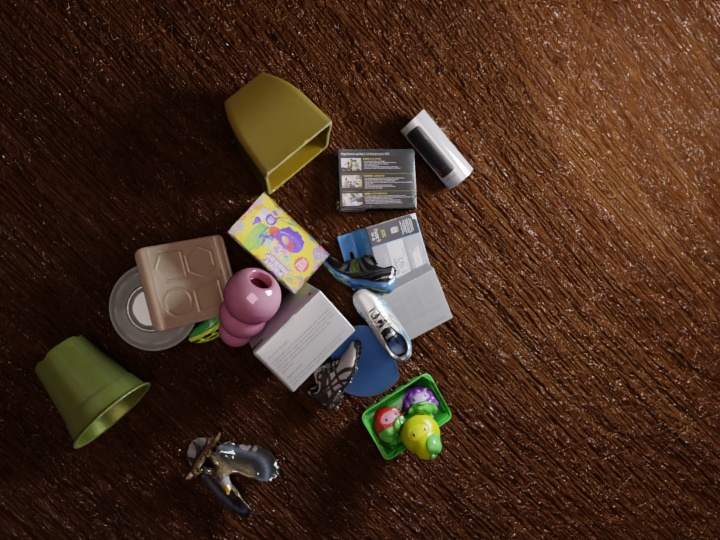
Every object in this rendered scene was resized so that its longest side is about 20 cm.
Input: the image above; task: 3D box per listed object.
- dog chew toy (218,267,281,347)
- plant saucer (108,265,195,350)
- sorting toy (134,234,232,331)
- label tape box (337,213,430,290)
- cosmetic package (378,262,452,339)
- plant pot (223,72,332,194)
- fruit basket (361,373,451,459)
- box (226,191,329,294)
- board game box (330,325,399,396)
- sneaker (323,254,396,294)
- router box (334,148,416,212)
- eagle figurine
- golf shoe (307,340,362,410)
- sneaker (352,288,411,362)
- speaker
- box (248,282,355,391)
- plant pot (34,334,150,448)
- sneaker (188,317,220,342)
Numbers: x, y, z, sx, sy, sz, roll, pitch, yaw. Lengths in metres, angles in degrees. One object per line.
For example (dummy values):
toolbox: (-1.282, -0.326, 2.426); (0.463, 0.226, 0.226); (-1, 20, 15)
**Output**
dog chew toy: (-0.253, 0.091, 1.319); (0.124, 0.125, 0.201); (25, 123, -10)
plant saucer: (-0.468, 0.083, 1.355); (0.198, 0.050, 0.203); (0, 90, -10)
sorting toy: (-0.387, 0.026, 1.351); (0.198, 0.036, 0.187); (-14, 86, -30)
label tape box: (0.059, -0.046, 1.499); (0.198, 0.066, 0.145); (-18, 95, -12)
cosmetic package: (0.112, 0.094, 1.488); (0.199, 0.052, 0.152); (-27, 114, -4)
plant pot: (-0.205, -0.329, 1.384); (0.194, 0.195, 0.200); (-41, 91, -8)
fruit basket: (0.121, 0.364, 1.450); (0.214, 0.216, 0.156); (-31, 97, -9)
box: (-0.193, -0.058, 1.384); (0.200, 0.193, 0.122); (44, 83, -9)
board game box: (0.010, 0.217, 1.494); (0.156, 0.039, 0.202); (-11, 112, 9)
sneaker: (0.000, 0.000, 1.455); (0.198, 0.071, 0.083); (14, 72, 28)
router box: (0.038, -0.224, 1.497); (0.198, 0.051, 0.151); (-2, 90, -11)
eagle figurine: (-0.315, 0.481, 1.421); (0.151, 0.152, 0.200); (-26, 135, 29)
golf shoe: (-0.063, 0.245, 1.448); (0.094, 0.078, 0.201); (25, 110, -3)
sneaker: (0.055, 0.126, 1.403); (0.072, 0.072, 0.201); (-37, 95, -2)
speaker: (0.192, -0.303, 1.513); (0.081, 0.081, 0.200); (-43, 99, -7)
box: (-0.145, 0.143, 1.390); (0.199, 0.200, 0.131); (-44, 106, -7)
plant pot: (-0.606, 0.251, 1.326); (0.200, 0.200, 0.190); (-44, 87, -7)
sneaker: (-0.333, 0.094, 1.431); (0.200, 0.074, 0.084); (-44, 74, -4)
